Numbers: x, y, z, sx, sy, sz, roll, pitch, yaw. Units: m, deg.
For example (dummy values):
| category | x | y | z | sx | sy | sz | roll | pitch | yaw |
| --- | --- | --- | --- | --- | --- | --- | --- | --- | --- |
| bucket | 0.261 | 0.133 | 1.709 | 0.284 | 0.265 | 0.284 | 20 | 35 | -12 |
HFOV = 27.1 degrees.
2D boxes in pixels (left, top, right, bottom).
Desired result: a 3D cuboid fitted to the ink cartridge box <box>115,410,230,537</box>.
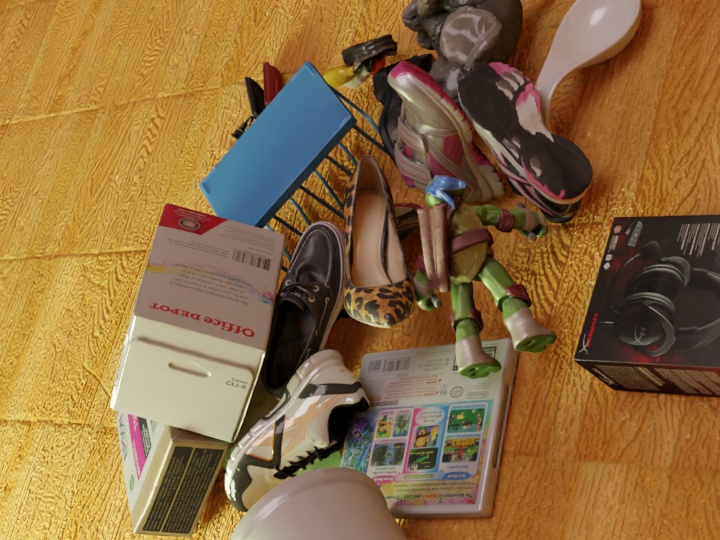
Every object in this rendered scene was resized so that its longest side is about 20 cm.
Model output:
| category | x | y | z | sx | sy | sz | roll | pitch | yaw |
| --- | --- | --- | --- | --- | --- | --- | --- | --- | --- |
| ink cartridge box | -0.219 | 0.176 | 1.709 | 0.201 | 0.075 | 0.165 | -110 | 35 | -45 |

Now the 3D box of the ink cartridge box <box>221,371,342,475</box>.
| category | x | y | z | sx | sy | sz | roll | pitch | yaw |
| --- | --- | --- | --- | --- | --- | --- | --- | --- | --- |
| ink cartridge box | -0.102 | 0.182 | 1.664 | 0.145 | 0.048 | 0.201 | -40 | 40 | 19 |

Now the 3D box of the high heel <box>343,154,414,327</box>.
| category | x | y | z | sx | sy | sz | roll | pitch | yaw |
| --- | --- | --- | --- | --- | --- | --- | --- | --- | --- |
| high heel | 0.013 | -0.030 | 1.521 | 0.071 | 0.144 | 0.200 | -5 | 19 | -4 |

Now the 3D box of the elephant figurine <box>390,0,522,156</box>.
| category | x | y | z | sx | sy | sz | roll | pitch | yaw |
| --- | --- | --- | --- | --- | --- | --- | --- | --- | --- |
| elephant figurine | 0.119 | -0.223 | 1.649 | 0.155 | 0.141 | 0.201 | -51 | 32 | 41 |

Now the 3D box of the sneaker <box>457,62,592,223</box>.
| category | x | y | z | sx | sy | sz | roll | pitch | yaw |
| --- | --- | --- | --- | --- | --- | --- | --- | --- | --- |
| sneaker | 0.162 | -0.124 | 1.544 | 0.080 | 0.087 | 0.201 | -21 | 57 | -13 |

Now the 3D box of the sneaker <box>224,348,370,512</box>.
| category | x | y | z | sx | sy | sz | roll | pitch | yaw |
| --- | --- | --- | --- | --- | --- | --- | --- | --- | --- |
| sneaker | -0.069 | 0.182 | 1.577 | 0.080 | 0.074 | 0.201 | 42 | 102 | 29 |

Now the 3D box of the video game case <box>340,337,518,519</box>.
| category | x | y | z | sx | sy | sz | roll | pitch | yaw |
| --- | --- | --- | --- | --- | --- | --- | --- | --- | --- |
| video game case | 0.064 | 0.164 | 1.527 | 0.199 | 0.024 | 0.183 | -9 | 59 | 41 |

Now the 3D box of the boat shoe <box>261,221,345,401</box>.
| category | x | y | z | sx | sy | sz | roll | pitch | yaw |
| --- | --- | --- | --- | --- | --- | --- | --- | --- | --- |
| boat shoe | -0.066 | 0.042 | 1.608 | 0.069 | 0.066 | 0.202 | 17 | 87 | 20 |

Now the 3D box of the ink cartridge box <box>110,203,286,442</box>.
| category | x | y | z | sx | sy | sz | roll | pitch | yaw |
| --- | --- | --- | --- | --- | --- | --- | --- | --- | --- |
| ink cartridge box | -0.174 | 0.055 | 1.620 | 0.201 | 0.144 | 0.145 | -82 | 10 | -53 |

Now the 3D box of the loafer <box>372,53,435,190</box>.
| category | x | y | z | sx | sy | sz | roll | pitch | yaw |
| --- | --- | --- | --- | --- | --- | --- | --- | --- | --- |
| loafer | 0.064 | -0.176 | 1.713 | 0.072 | 0.073 | 0.201 | -31 | 47 | 22 |

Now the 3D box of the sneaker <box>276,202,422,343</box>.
| category | x | y | z | sx | sy | sz | roll | pitch | yaw |
| --- | --- | --- | --- | --- | --- | --- | --- | --- | --- |
| sneaker | 0.000 | 0.000 | 1.668 | 0.200 | 0.081 | 0.075 | -43 | 71 | 14 |

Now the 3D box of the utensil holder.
| category | x | y | z | sx | sy | sz | roll | pitch | yaw |
| --- | --- | --- | --- | --- | --- | --- | --- | --- | --- |
| utensil holder | -0.012 | 0.312 | 1.395 | 0.170 | 0.170 | 0.200 | -48 | 42 | 9 |

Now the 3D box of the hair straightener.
| category | x | y | z | sx | sy | sz | roll | pitch | yaw |
| --- | --- | --- | --- | --- | --- | --- | --- | --- | --- |
| hair straightener | -0.129 | -0.177 | 1.940 | 0.077 | 0.041 | 0.201 | -32 | 50 | 27 |

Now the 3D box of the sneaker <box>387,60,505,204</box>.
| category | x | y | z | sx | sy | sz | roll | pitch | yaw |
| --- | --- | --- | --- | --- | --- | --- | --- | --- | --- |
| sneaker | 0.075 | -0.129 | 1.560 | 0.088 | 0.200 | 0.081 | -34 | 35 | 2 |

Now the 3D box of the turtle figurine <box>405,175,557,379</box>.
| category | x | y | z | sx | sy | sz | roll | pitch | yaw |
| --- | --- | --- | --- | --- | --- | --- | --- | --- | --- |
| turtle figurine | 0.128 | 0.006 | 1.505 | 0.143 | 0.200 | 0.195 | -14 | 67 | -7 |

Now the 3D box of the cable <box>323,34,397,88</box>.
| category | x | y | z | sx | sy | sz | roll | pitch | yaw |
| --- | --- | --- | --- | --- | --- | --- | --- | --- | --- |
| cable | 0.019 | -0.248 | 1.764 | 0.096 | 0.051 | 0.200 | -18 | 8 | -15 |

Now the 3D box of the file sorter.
| category | x | y | z | sx | sy | sz | roll | pitch | yaw |
| --- | --- | --- | --- | --- | --- | --- | --- | --- | --- |
| file sorter | -0.066 | -0.111 | 1.759 | 0.200 | 0.122 | 0.139 | -47 | 40 | 11 |

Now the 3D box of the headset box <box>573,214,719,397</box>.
| category | x | y | z | sx | sy | sz | roll | pitch | yaw |
| --- | --- | --- | --- | --- | --- | --- | --- | --- | --- |
| headset box | 0.306 | 0.031 | 1.330 | 0.199 | 0.077 | 0.150 | 1 | 65 | 47 |

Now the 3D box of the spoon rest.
| category | x | y | z | sx | sy | sz | roll | pitch | yaw |
| --- | --- | --- | --- | --- | --- | --- | --- | --- | --- |
| spoon rest | 0.232 | -0.222 | 1.582 | 0.099 | 0.060 | 0.201 | 17 | 78 | 49 |
